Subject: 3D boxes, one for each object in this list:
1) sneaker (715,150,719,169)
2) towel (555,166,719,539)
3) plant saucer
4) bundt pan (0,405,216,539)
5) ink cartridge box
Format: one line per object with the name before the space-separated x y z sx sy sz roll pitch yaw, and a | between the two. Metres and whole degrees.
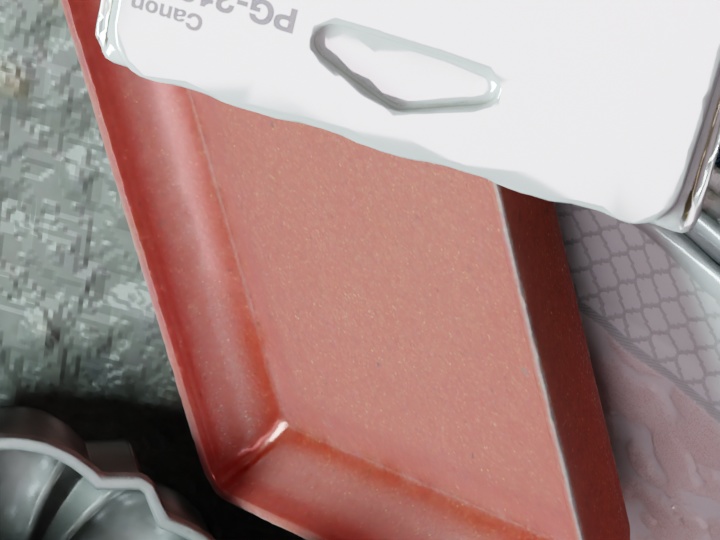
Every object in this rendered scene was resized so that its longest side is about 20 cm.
sneaker | 0.159 -0.041 0.810 0.199 0.079 0.096 -11 117 23
towel | 0.090 0.046 0.851 0.200 0.032 0.191 37 146 18
plant saucer | 0.000 0.000 0.852 0.199 0.037 0.201 19 131 50
bundt pan | -0.128 0.131 0.985 0.201 0.076 0.203 -1 112 -3
ink cartridge box | 0.034 -0.104 0.724 0.144 0.200 0.085 17 118 5
